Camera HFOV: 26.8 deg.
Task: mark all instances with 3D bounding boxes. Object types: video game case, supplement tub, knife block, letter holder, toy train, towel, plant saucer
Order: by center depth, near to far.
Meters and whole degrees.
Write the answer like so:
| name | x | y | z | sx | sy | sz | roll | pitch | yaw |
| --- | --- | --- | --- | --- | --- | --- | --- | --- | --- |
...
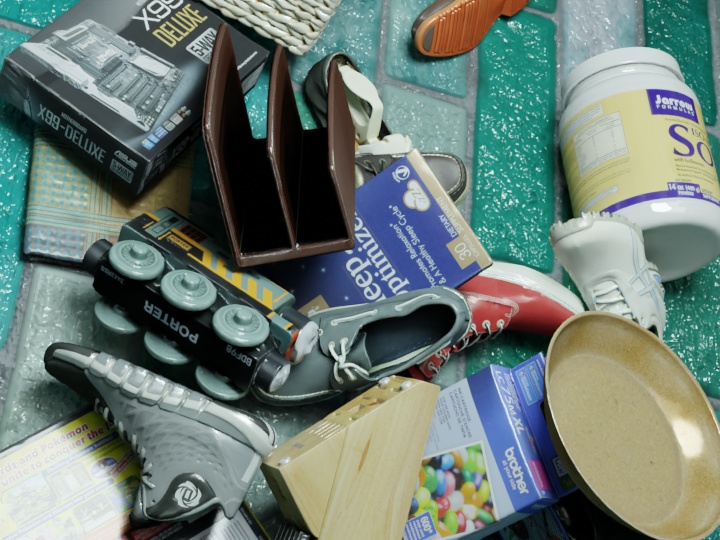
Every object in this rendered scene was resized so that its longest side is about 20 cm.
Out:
| name | x | y | z | sx | sy | sz | roll | pitch | yaw |
| --- | --- | --- | --- | --- | --- | --- | --- | --- | --- |
| video game case | -0.194 | 0.196 | 1.189 | 0.200 | 0.026 | 0.181 | -28 | 76 | -32 |
| knife block | 0.003 | 0.203 | 1.202 | 0.200 | 0.064 | 0.176 | -31 | 101 | -18 |
| plant saucer | 0.212 | 0.128 | 1.204 | 0.200 | 0.035 | 0.201 | 23 | 48 | -28 |
| toy train | -0.128 | 0.025 | 1.233 | 0.200 | 0.085 | 0.114 | 31 | 36 | 16 |
| letter holder | -0.066 | -0.121 | 1.264 | 0.100 | 0.143 | 0.200 | -9 | 33 | 6 |
| towel | -0.220 | -0.088 | 1.342 | 0.146 | 0.022 | 0.201 | 10 | 60 | -18 |
| supplement tub | 0.273 | -0.102 | 1.486 | 0.145 | 0.145 | 0.201 | 5 | 61 | -21 |

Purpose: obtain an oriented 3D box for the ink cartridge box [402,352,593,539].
| name | x | y | z | sx | sy | sz | roll | pitch | yaw |
| --- | --- | --- | --- | --- | --- | --- | --- | --- | --- |
| ink cartridge box | 0.080 | 0.159 | 1.230 | 0.042 | 0.200 | 0.120 | 19 | 46 | -56 |

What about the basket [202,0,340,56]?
| name | x | y | z | sx | sy | sz | roll | pitch | yaw |
| --- | --- | --- | --- | --- | --- | --- | --- | --- | --- |
| basket | -0.077 | -0.336 | 1.426 | 0.198 | 0.161 | 0.200 | 28 | 33 | -6 |

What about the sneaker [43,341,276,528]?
| name | x | y | z | sx | sy | sz | roll | pitch | yaw |
| --- | --- | --- | --- | --- | --- | --- | --- | --- | --- |
| sneaker | -0.174 | 0.137 | 1.174 | 0.199 | 0.075 | 0.116 | 21 | 83 | 12 |

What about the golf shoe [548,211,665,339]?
| name | x | y | z | sx | sy | sz | roll | pitch | yaw |
| --- | --- | --- | --- | --- | --- | --- | --- | --- | --- |
| golf shoe | 0.237 | 0.020 | 1.386 | 0.200 | 0.078 | 0.098 | 40 | 36 | -47 |

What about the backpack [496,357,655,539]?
| name | x | y | z | sx | sy | sz | roll | pitch | yaw |
| --- | --- | --- | --- | --- | --- | --- | --- | --- | --- |
| backpack | 0.189 | 0.167 | 1.294 | 0.200 | 0.154 | 0.191 | -20 | 80 | -38 |

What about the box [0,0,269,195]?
| name | x | y | z | sx | sy | sz | roll | pitch | yaw |
| --- | --- | --- | --- | --- | --- | --- | --- | --- | --- |
| box | -0.200 | -0.177 | 1.353 | 0.157 | 0.050 | 0.200 | 36 | 47 | 5 |

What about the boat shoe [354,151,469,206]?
| name | x | y | z | sx | sy | sz | roll | pitch | yaw |
| --- | --- | --- | --- | --- | --- | --- | --- | --- | --- |
| boat shoe | 0.001 | -0.068 | 1.357 | 0.199 | 0.065 | 0.074 | -14 | 75 | -1 |

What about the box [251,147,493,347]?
| name | x | y | z | sx | sy | sz | roll | pitch | yaw |
| --- | --- | --- | --- | --- | --- | --- | --- | --- | --- |
| box | 0.000 | 0.000 | 1.308 | 0.200 | 0.032 | 0.121 | -34 | 86 | 2 |

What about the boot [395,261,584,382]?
| name | x | y | z | sx | sy | sz | roll | pitch | yaw |
| --- | --- | --- | --- | --- | --- | --- | --- | --- | --- |
| boot | 0.102 | 0.060 | 1.368 | 0.199 | 0.072 | 0.145 | 17 | 57 | -4 |

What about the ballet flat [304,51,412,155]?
| name | x | y | z | sx | sy | sz | roll | pitch | yaw |
| --- | --- | --- | --- | --- | --- | --- | --- | --- | --- |
| ballet flat | 0.007 | -0.122 | 1.429 | 0.068 | 0.068 | 0.200 | -21 | 72 | -33 |

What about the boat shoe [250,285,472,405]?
| name | x | y | z | sx | sy | sz | roll | pitch | yaw |
| --- | --- | --- | --- | --- | --- | --- | --- | --- | --- |
| boat shoe | -0.003 | 0.062 | 1.258 | 0.199 | 0.062 | 0.073 | -19 | 90 | 4 |

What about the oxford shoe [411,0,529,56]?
| name | x | y | z | sx | sy | sz | roll | pitch | yaw |
| --- | --- | --- | --- | --- | --- | --- | --- | --- | --- |
| oxford shoe | 0.108 | -0.284 | 1.577 | 0.073 | 0.071 | 0.200 | 35 | 47 | 23 |
